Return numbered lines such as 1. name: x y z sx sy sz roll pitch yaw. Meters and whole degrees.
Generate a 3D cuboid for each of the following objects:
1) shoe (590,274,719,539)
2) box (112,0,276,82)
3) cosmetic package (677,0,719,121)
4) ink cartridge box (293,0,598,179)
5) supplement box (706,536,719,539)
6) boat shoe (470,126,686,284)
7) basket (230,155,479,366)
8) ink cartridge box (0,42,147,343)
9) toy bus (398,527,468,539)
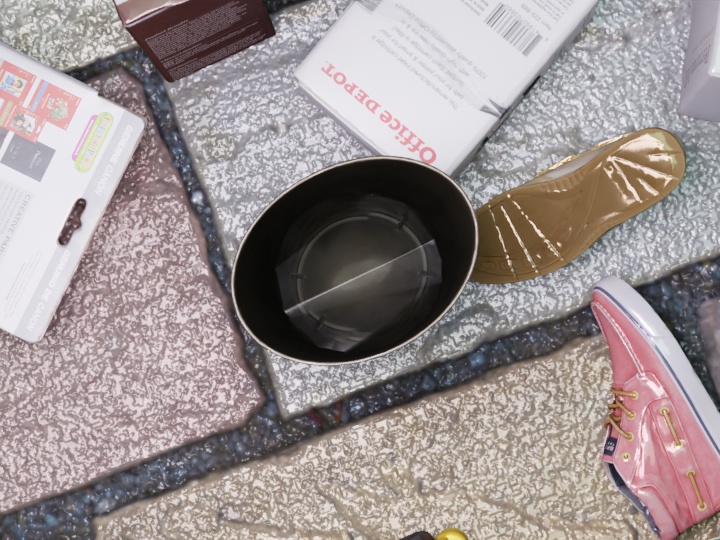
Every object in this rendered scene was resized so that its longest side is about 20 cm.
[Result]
1. shoe: 0.214 0.107 1.520 0.091 0.071 0.200 -33 90 -7
2. box: -0.130 -0.210 1.493 0.100 0.200 0.075 -24 85 0
3. cosmetic package: 0.343 -0.216 1.496 0.166 0.167 0.201 8 85 1
4. ink cartridge box: 0.064 -0.174 1.542 0.146 0.084 0.200 41 88 4
5. supplement box: 0.252 0.306 1.458 0.199 0.134 0.200 -14 76 0
6. boat shoe: 0.166 -0.050 1.538 0.200 0.069 0.074 -26 92 20
7. basket: 0.000 0.000 1.471 0.180 0.200 0.136 -27 86 0
8. ink cartridge box: -0.278 -0.063 1.543 0.175 0.084 0.200 27 87 4
9. toy bus: 0.014 0.281 1.453 0.200 0.192 0.136 -27 83 -2
